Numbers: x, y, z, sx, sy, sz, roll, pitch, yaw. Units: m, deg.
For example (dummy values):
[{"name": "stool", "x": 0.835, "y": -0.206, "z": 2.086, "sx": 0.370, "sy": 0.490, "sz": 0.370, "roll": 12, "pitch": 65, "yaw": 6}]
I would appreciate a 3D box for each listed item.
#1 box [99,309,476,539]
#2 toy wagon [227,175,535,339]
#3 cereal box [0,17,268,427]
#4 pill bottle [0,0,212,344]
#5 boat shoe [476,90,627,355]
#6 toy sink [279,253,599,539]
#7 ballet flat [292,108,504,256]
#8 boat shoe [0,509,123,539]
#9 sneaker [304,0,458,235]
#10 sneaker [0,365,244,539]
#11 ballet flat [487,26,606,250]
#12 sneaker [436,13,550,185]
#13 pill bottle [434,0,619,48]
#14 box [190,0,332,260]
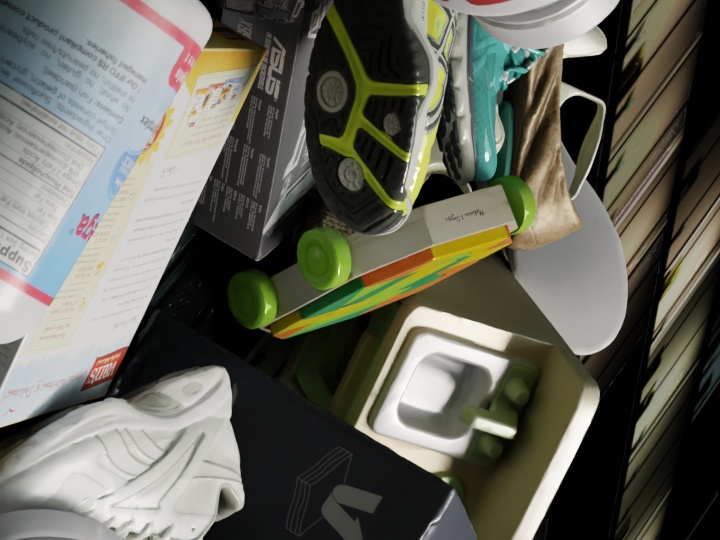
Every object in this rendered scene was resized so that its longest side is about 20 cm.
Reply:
[{"name": "box", "x": -0.074, "y": 0.164, "z": 1.559, "sx": 0.197, "sy": 0.199, "sz": 0.117, "roll": -56, "pitch": 163, "yaw": -11}, {"name": "toy wagon", "x": 0.000, "y": 0.000, "z": 1.594, "sx": 0.155, "sy": 0.040, "sz": 0.200, "roll": -16, "pitch": 171, "yaw": -41}, {"name": "cereal box", "x": -0.124, "y": -0.025, "z": 1.374, "sx": 0.201, "sy": 0.039, "sz": 0.144, "roll": -63, "pitch": 166, "yaw": 12}, {"name": "pill bottle", "x": -0.152, "y": -0.043, "z": 1.143, "sx": 0.201, "sy": 0.108, "sz": 0.109, "roll": -59, "pitch": 163, "yaw": -2}, {"name": "boat shoe", "x": 0.112, "y": -0.037, "z": 1.829, "sx": 0.072, "sy": 0.201, "sz": 0.066, "roll": -26, "pitch": 167, "yaw": -3}, {"name": "toy sink", "x": 0.040, "y": 0.070, "z": 1.730, "sx": 0.131, "sy": 0.112, "sz": 0.200, "roll": -65, "pitch": -154, "yaw": 18}, {"name": "ballet flat", "x": 0.040, "y": -0.068, "z": 1.723, "sx": 0.200, "sy": 0.075, "sz": 0.068, "roll": -54, "pitch": 161, "yaw": -22}, {"name": "boat shoe", "x": -0.123, "y": 0.180, "z": 1.395, "sx": 0.070, "sy": 0.066, "sz": 0.200, "roll": -34, "pitch": 142, "yaw": 7}, {"name": "sneaker", "x": 0.023, "y": -0.116, "z": 1.387, "sx": 0.076, "sy": 0.075, "sz": 0.201, "roll": -3, "pitch": 101, "yaw": -51}, {"name": "sneaker", "x": -0.118, "y": 0.113, "z": 1.431, "sx": 0.078, "sy": 0.100, "sz": 0.200, "roll": -25, "pitch": 176, "yaw": 40}, {"name": "ballet flat", "x": 0.115, "y": -0.112, "z": 1.762, "sx": 0.068, "sy": 0.072, "sz": 0.201, "roll": -153, "pitch": -118, "yaw": -75}, {"name": "sneaker", "x": 0.081, "y": -0.143, "z": 1.592, "sx": 0.078, "sy": 0.079, "sz": 0.201, "roll": 112, "pitch": -12, "yaw": -73}, {"name": "pill bottle", "x": 0.050, "y": -0.184, "z": 1.271, "sx": 0.113, "sy": 0.112, "sz": 0.200, "roll": -57, "pitch": 144, "yaw": -11}, {"name": "box", "x": -0.016, "y": -0.125, "z": 1.506, "sx": 0.158, "sy": 0.050, "sz": 0.201, "roll": -45, "pitch": 157, "yaw": -41}]
